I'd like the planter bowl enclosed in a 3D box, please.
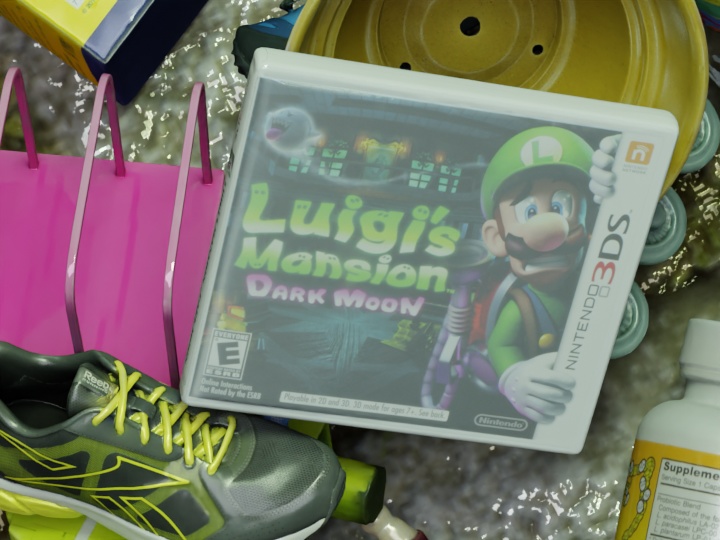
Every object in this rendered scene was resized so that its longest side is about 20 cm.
[{"bbox_3d":[0.056,-0.100,1.327,0.200,0.084,0.201,-4,120,-6],"label":"planter bowl"}]

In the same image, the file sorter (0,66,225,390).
[{"bbox_3d":[-0.176,-0.025,1.403,0.199,0.126,0.139,5,61,3],"label":"file sorter"}]

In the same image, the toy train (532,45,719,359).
[{"bbox_3d":[0.100,-0.034,1.413,0.114,0.085,0.200,27,72,-14],"label":"toy train"}]

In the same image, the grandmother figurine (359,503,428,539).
[{"bbox_3d":[0.002,0.175,1.444,0.199,0.061,0.122,16,115,0],"label":"grandmother figurine"}]

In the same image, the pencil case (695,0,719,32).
[{"bbox_3d":[0.185,-0.167,1.381,0.088,0.200,0.089,-1,86,10],"label":"pencil case"}]

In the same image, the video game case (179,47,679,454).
[{"bbox_3d":[0.030,-0.005,1.316,0.199,0.023,0.182,8,118,-12],"label":"video game case"}]

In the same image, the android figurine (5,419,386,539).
[{"bbox_3d":[-0.094,0.111,1.416,0.199,0.041,0.182,15,52,18],"label":"android figurine"}]

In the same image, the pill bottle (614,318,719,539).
[{"bbox_3d":[0.183,0.130,1.408,0.112,0.113,0.201,12,88,3],"label":"pill bottle"}]

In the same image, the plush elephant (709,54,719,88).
[{"bbox_3d":[0.271,-0.064,1.389,0.155,0.164,0.200,-38,61,30],"label":"plush elephant"}]

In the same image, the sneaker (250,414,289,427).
[{"bbox_3d":[0.000,0.000,1.426,0.089,0.079,0.200,33,70,-11],"label":"sneaker"}]

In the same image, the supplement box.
[{"bbox_3d":[-0.170,-0.193,1.440,0.200,0.109,0.110,36,84,5],"label":"supplement box"}]

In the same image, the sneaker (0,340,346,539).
[{"bbox_3d":[-0.107,0.085,1.356,0.199,0.085,0.075,6,51,10],"label":"sneaker"}]

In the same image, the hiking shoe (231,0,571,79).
[{"bbox_3d":[0.027,-0.149,1.397,0.199,0.074,0.087,-17,101,1],"label":"hiking shoe"}]
